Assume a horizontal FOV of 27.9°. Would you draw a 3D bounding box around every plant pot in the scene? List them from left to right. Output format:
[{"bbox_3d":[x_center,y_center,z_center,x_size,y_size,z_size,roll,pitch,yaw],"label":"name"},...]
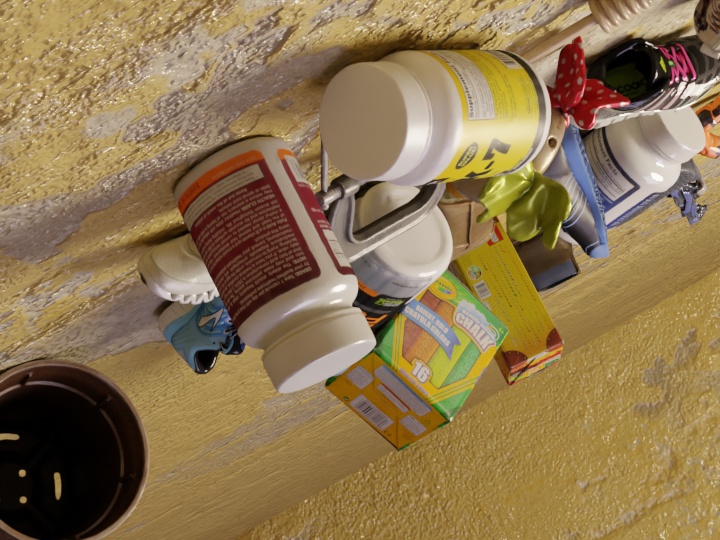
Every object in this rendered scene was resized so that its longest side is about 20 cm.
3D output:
[{"bbox_3d":[-0.360,0.220,1.585,0.200,0.201,0.198,-17,171,-35],"label":"plant pot"}]

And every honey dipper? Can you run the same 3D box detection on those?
[{"bbox_3d":[0.173,-0.204,1.335,0.200,0.038,0.038,-31,166,21],"label":"honey dipper"}]

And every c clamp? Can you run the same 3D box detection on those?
[{"bbox_3d":[0.026,-0.085,1.406,0.200,0.027,0.171,-26,139,-40],"label":"c clamp"}]

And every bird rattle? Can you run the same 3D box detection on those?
[{"bbox_3d":[0.153,-0.130,1.398,0.112,0.201,0.163,25,169,-36],"label":"bird rattle"}]

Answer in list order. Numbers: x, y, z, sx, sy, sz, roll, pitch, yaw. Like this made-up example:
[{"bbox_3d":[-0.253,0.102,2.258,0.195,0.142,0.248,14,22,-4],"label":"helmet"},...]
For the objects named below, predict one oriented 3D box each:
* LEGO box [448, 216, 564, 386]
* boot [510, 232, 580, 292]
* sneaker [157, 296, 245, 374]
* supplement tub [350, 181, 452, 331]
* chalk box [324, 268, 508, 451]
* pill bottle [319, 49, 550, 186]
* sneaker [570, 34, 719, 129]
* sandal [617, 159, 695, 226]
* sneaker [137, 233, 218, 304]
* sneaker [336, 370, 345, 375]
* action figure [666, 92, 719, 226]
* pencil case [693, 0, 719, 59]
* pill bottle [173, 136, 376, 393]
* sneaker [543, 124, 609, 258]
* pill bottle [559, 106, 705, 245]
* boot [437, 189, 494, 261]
[{"bbox_3d":[0.182,0.036,1.882,0.077,0.201,0.149,-26,167,-1],"label":"LEGO box"},{"bbox_3d":[0.213,0.005,2.042,0.200,0.097,0.075,-33,165,22],"label":"boot"},{"bbox_3d":[-0.133,0.041,1.535,0.078,0.090,0.200,-14,157,-44],"label":"sneaker"},{"bbox_3d":[0.000,0.000,1.571,0.122,0.123,0.200,-16,162,-39],"label":"supplement tub"},{"bbox_3d":[0.076,0.083,1.668,0.200,0.124,0.124,-54,-171,-36],"label":"chalk box"},{"bbox_3d":[0.064,-0.131,1.236,0.200,0.115,0.114,-11,159,-49],"label":"pill bottle"},{"bbox_3d":[0.306,-0.204,1.504,0.199,0.074,0.087,-18,170,-17],"label":"sneaker"},{"bbox_3d":[0.338,-0.101,1.827,0.076,0.043,0.200,10,152,-39],"label":"sandal"},{"bbox_3d":[-0.124,-0.026,1.381,0.200,0.075,0.081,-18,150,-42],"label":"sneaker"},{"bbox_3d":[-0.062,0.085,1.509,0.074,0.082,0.200,-9,153,19],"label":"sneaker"},{"bbox_3d":[0.424,-0.152,1.871,0.193,0.105,0.200,-23,144,5],"label":"action figure"},{"bbox_3d":[0.387,-0.276,1.380,0.089,0.078,0.200,-44,173,-22],"label":"pencil case"},{"bbox_3d":[-0.072,-0.004,1.255,0.114,0.201,0.114,-25,166,-7],"label":"pill bottle"},{"bbox_3d":[0.228,-0.088,1.645,0.078,0.070,0.200,-14,128,15],"label":"sneaker"},{"bbox_3d":[0.307,-0.124,1.722,0.111,0.111,0.200,-12,160,-47],"label":"pill bottle"},{"bbox_3d":[0.091,-0.055,1.682,0.175,0.066,0.200,-34,167,-9],"label":"boot"}]
